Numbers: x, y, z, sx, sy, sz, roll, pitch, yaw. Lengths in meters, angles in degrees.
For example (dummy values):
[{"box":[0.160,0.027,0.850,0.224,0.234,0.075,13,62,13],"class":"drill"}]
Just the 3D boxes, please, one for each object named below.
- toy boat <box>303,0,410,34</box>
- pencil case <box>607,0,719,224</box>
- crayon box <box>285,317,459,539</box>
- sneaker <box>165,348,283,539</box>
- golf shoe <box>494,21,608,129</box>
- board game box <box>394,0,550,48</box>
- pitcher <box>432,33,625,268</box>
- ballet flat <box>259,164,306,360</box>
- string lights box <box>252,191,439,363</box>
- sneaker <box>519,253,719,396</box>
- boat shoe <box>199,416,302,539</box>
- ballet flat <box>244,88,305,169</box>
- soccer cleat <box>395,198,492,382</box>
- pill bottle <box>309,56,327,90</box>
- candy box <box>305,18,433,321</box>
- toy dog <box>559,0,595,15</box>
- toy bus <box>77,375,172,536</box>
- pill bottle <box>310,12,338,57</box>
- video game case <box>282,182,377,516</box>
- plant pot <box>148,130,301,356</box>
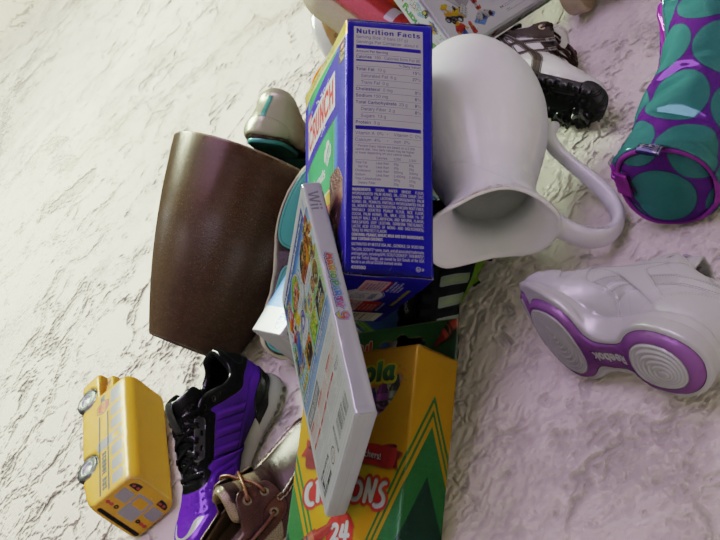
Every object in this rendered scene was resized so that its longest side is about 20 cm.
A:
[{"box":[0.046,-0.282,1.154,0.199,0.130,0.132,38,110,17],"class":"toy boat"},{"box":[0.256,-0.140,0.879,0.091,0.086,0.202,11,60,23],"class":"pencil case"},{"box":[0.009,0.135,0.875,0.126,0.050,0.204,-13,63,44],"class":"crayon box"},{"box":[-0.146,0.161,1.040,0.069,0.099,0.203,-19,42,41],"class":"sneaker"},{"box":[0.171,-0.193,1.049,0.095,0.078,0.199,-51,33,-5],"class":"golf shoe"},{"box":[0.115,-0.296,1.108,0.199,0.127,0.035,-35,-3,-32],"class":"board game box"},{"box":[0.124,-0.099,0.936,0.122,0.168,0.202,107,163,-47],"class":"pitcher"},{"box":[-0.054,-0.013,1.107,0.069,0.069,0.204,22,95,57],"class":"ballet flat"},{"box":[0.000,0.000,1.029,0.059,0.103,0.202,4,58,57],"class":"string lights box"},{"box":[0.196,0.030,0.807,0.099,0.076,0.199,-39,28,-21],"class":"sneaker"},{"box":[-0.094,0.204,0.958,0.072,0.072,0.202,17,70,56],"class":"boat shoe"},{"box":[-0.076,-0.142,1.199,0.070,0.069,0.200,-51,-11,-4],"class":"ballet flat"},{"box":[0.054,0.031,0.951,0.067,0.081,0.202,-12,48,44],"class":"soccer cleat"},{"box":[0.014,-0.147,1.161,0.109,0.109,0.201,-40,33,13],"class":"pill bottle"},{"box":[0.003,-0.074,0.910,0.169,0.075,0.204,134,138,-71],"class":"candy box"},{"box":[0.221,-0.351,1.077,0.130,0.203,0.097,8,40,25],"class":"toy dog"},{"box":[-0.246,0.181,1.177,0.078,0.065,0.201,-40,33,13],"class":"toy bus"},{"box":[0.048,-0.308,1.285,0.198,0.114,0.116,-27,37,31],"class":"pill bottle"},{"box":[-0.027,0.058,0.838,0.144,0.018,0.202,104,157,-50],"class":"video game case"},{"box":[-0.141,-0.013,1.174,0.186,0.185,0.203,9,77,54],"class":"plant pot"}]
